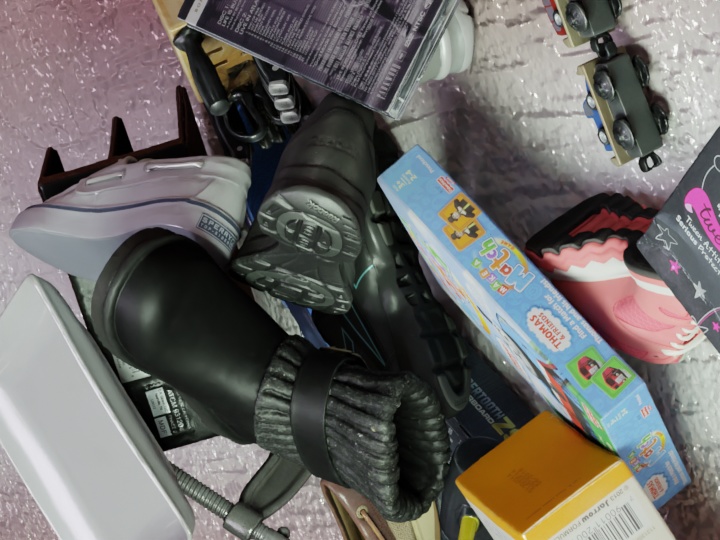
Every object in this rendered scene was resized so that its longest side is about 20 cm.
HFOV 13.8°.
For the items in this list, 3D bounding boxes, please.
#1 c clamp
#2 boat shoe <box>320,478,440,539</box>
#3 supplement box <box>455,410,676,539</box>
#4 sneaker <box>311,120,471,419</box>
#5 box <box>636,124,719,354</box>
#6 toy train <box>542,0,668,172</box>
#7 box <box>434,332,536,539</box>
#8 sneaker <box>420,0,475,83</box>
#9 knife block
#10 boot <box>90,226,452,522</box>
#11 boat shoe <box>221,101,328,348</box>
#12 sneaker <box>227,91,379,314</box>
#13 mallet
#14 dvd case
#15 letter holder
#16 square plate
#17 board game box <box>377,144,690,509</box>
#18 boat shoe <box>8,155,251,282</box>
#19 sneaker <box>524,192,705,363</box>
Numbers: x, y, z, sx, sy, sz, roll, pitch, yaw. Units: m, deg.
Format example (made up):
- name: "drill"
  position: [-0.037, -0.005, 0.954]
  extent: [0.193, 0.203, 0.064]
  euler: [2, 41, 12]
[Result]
- name: "c clamp"
  position: [-0.116, 0.120, 2.003]
  extent: [0.200, 0.171, 0.027]
  euler: [37, 142, 12]
- name: "boat shoe"
  position: [0.018, 0.200, 1.862]
  extent: [0.072, 0.072, 0.201]
  euler: [25, 137, 48]
- name: "supplement box"
  position: [0.149, 0.187, 1.666]
  extent: [0.200, 0.073, 0.126]
  euler: [56, 173, -18]
- name: "sneaker"
  position: [0.000, 0.000, 1.781]
  extent: [0.079, 0.075, 0.201]
  euler: [-19, 82, 26]
- name: "box"
  position: [0.251, 0.011, 1.371]
  extent: [0.200, 0.132, 0.115]
  euler: [54, 146, 15]
- name: "toy train"
  position: [0.113, -0.145, 1.566]
  extent: [0.046, 0.034, 0.201]
  euler: [-6, 109, 63]
- name: "box"
  position: [0.071, 0.139, 1.852]
  extent: [0.200, 0.051, 0.158]
  euler: [48, 147, 25]
- name: "sneaker"
  position: [-0.023, -0.172, 1.712]
  extent: [0.200, 0.082, 0.075]
  euler: [41, 145, 35]
- name: "knife block"
  position: [-0.090, -0.162, 1.779]
  extent: [0.176, 0.064, 0.201]
  euler: [-140, 26, -84]
- name: "boot"
  position: [-0.045, 0.059, 1.695]
  extent: [0.157, 0.080, 0.211]
  euler: [24, 168, 37]
- name: "boat shoe"
  position: [-0.047, -0.018, 1.885]
  extent: [0.069, 0.084, 0.201]
  euler: [4, 115, 61]
- name: "sneaker"
  position: [-0.022, -0.036, 1.696]
  extent: [0.076, 0.091, 0.200]
  euler: [21, 159, -6]
- name: "mallet"
  position: [0.053, 0.191, 1.710]
  extent: [0.041, 0.201, 0.066]
  euler: [12, 142, 4]
- name: "dvd case"
  position: [-0.009, -0.179, 1.655]
  extent: [0.200, 0.016, 0.149]
  euler: [27, 91, 46]
- name: "letter holder"
  position: [-0.131, -0.004, 1.956]
  extent: [0.142, 0.100, 0.201]
  euler: [-97, -10, -69]
- name: "square plate"
  position: [-0.182, 0.114, 1.946]
  extent: [0.199, 0.028, 0.200]
  euler: [57, 152, 7]
- name: "board game box"
  position: [0.098, 0.034, 1.668]
  extent: [0.200, 0.037, 0.151]
  euler: [49, 176, 29]
- name: "boat shoe"
  position: [-0.135, -0.035, 1.799]
  extent: [0.199, 0.066, 0.074]
  euler: [0, 149, 45]
- name: "sneaker"
  position: [0.170, 0.010, 1.585]
  extent: [0.087, 0.074, 0.200]
  euler: [61, 160, -18]
